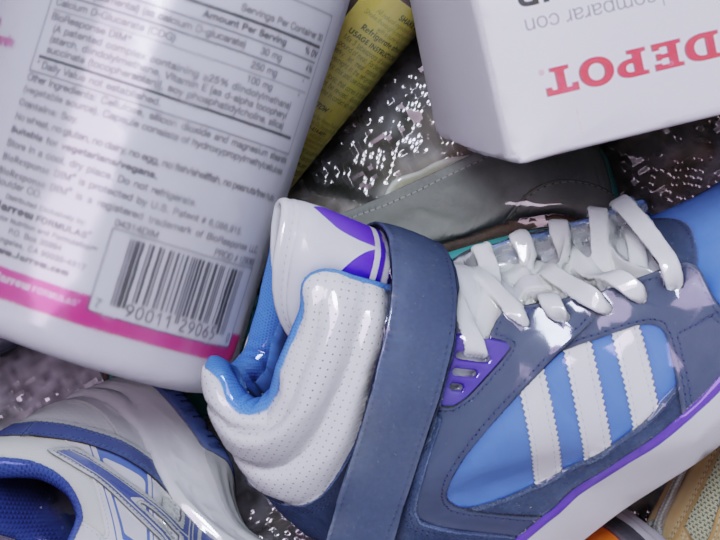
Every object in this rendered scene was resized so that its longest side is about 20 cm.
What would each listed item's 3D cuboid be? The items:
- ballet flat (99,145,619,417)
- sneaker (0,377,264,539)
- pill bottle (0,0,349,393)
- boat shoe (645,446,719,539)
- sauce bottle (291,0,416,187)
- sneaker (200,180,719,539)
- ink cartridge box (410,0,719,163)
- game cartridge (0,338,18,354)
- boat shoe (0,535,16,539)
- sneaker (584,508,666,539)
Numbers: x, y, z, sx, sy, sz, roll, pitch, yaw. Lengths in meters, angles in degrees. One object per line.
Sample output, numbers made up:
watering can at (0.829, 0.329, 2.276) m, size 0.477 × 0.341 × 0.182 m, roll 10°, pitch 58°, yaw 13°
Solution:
ballet flat at (0.000, 0.000, 0.913) m, size 0.199 × 0.067 × 0.064 m, roll -17°, pitch 47°, yaw 18°
sneaker at (-0.060, 0.120, 0.846) m, size 0.200 × 0.088 × 0.075 m, roll 44°, pitch 136°, yaw 35°
pill bottle at (-0.068, -0.070, 0.842) m, size 0.113 × 0.113 × 0.201 m, roll 18°, pitch 90°, yaw 18°
boat shoe at (0.144, 0.021, 0.864) m, size 0.076 × 0.072 × 0.201 m, roll 21°, pitch 86°, yaw 29°
sauce bottle at (-0.003, -0.104, 0.918) m, size 0.065 × 0.065 × 0.200 m, roll 44°, pitch 98°, yaw 18°
sneaker at (0.044, 0.009, 0.811) m, size 0.200 × 0.146 × 0.081 m, roll -44°, pitch 29°, yaw 11°
ink cartridge box at (0.084, -0.148, 0.815) m, size 0.147 × 0.145 × 0.201 m, roll -13°, pitch 97°, yaw -4°
game cartridge at (-0.220, -0.037, 0.988) m, size 0.133 × 0.041 × 0.201 m, roll -22°, pitch 75°, yaw 7°
boat shoe at (-0.144, 0.110, 0.924) m, size 0.200 × 0.070 × 0.071 m, roll 37°, pitch 72°, yaw -6°
sneaker at (0.075, 0.168, 0.819) m, size 0.200 × 0.112 × 0.078 m, roll 64°, pitch 143°, yaw 21°
